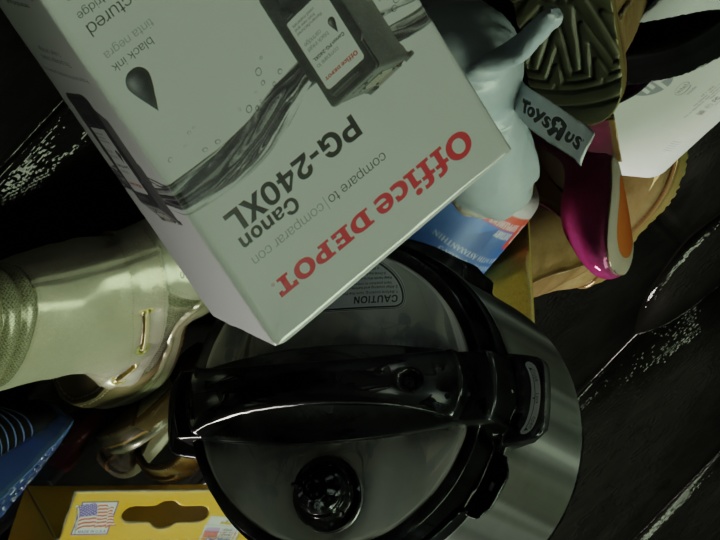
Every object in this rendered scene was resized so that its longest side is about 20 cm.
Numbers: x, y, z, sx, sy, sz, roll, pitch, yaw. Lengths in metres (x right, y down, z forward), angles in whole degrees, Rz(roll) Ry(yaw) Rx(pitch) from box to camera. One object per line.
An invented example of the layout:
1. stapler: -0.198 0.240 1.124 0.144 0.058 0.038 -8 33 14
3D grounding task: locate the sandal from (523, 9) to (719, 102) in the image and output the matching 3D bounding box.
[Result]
1. sandal: 0.139 -0.107 1.623 0.075 0.048 0.200 -33 -164 -28

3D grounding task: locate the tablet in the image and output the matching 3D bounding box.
1. tablet: 0.191 -0.117 1.741 0.129 0.014 0.200 6 145 -34

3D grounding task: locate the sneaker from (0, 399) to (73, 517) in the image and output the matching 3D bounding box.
1. sneaker: -0.209 0.092 1.488 0.070 0.078 0.200 -51 180 11

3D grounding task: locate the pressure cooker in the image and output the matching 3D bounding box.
1. pressure cooker: 0.012 0.076 1.461 0.176 0.179 0.200 -46 154 8

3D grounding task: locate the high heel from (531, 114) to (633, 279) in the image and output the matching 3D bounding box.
1. high heel: 0.105 -0.046 1.651 0.095 0.200 0.068 -9 122 6

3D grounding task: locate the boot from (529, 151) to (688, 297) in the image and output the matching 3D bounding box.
1. boot: 0.111 -0.028 1.848 0.199 0.066 0.176 -18 141 -42

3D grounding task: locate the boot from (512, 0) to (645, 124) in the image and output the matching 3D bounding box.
1. boot: 0.113 -0.183 1.480 0.200 0.066 0.176 -65 155 -64

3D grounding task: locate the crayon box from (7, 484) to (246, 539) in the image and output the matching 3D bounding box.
1. crayon box: -0.142 0.188 1.603 0.125 0.052 0.201 2 123 -33

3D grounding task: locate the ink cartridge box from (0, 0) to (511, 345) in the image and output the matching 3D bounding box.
1. ink cartridge box: -0.047 -0.090 1.246 0.145 0.200 0.083 -40 -157 -14

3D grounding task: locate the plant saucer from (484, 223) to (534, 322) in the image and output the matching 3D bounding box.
1. plant saucer: 0.084 0.067 1.721 0.200 0.048 0.201 -75 161 -77

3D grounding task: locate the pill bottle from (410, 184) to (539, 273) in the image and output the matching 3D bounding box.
1. pill bottle: 0.000 0.000 1.624 0.200 0.112 0.112 -50 158 16

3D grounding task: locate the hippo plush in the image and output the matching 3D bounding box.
1. hippo plush: 0.000 -0.067 1.412 0.160 0.200 0.160 -28 127 -14

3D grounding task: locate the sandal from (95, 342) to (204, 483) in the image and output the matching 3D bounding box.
1. sandal: -0.106 0.091 1.597 0.080 0.054 0.200 -45 177 -15

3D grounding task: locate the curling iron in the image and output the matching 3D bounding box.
1. curling iron: -0.176 0.103 1.611 0.200 0.026 0.050 -45 166 -1

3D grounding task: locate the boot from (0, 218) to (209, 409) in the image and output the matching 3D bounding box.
1. boot: -0.161 0.032 1.442 0.154 0.072 0.200 -18 166 -31

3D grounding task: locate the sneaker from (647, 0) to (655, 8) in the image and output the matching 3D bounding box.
1. sneaker: 0.233 -0.215 1.721 0.199 0.079 0.089 -24 160 -24
